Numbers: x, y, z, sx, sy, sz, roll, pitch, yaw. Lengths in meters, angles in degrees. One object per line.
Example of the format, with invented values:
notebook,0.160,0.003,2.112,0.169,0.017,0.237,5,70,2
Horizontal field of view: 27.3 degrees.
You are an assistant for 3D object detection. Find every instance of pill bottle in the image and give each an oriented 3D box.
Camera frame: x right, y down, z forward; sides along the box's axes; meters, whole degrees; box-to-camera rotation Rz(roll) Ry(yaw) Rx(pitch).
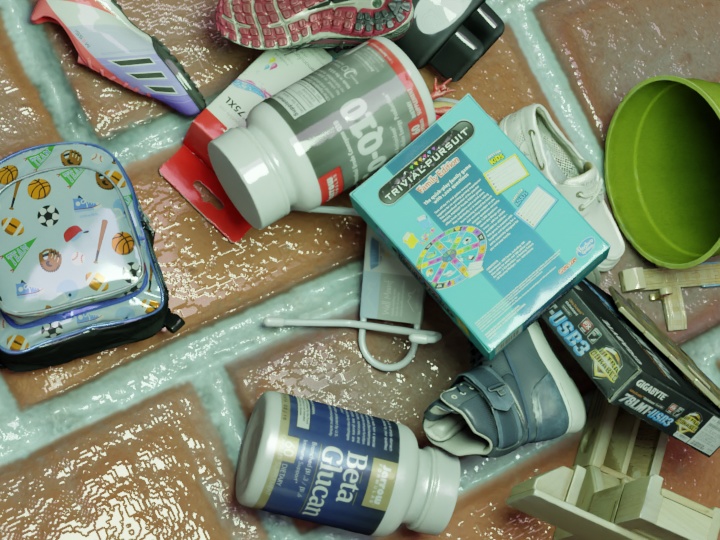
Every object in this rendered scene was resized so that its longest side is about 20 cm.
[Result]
pill bottle,-0.037,-0.128,1.416,0.199,0.114,0.114,-32,86,-15
pill bottle,-0.011,0.190,1.412,0.198,0.111,0.112,15,71,-12

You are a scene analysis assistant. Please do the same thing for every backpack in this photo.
backpack,-0.280,-0.021,1.378,0.198,0.154,0.192,-14,69,-17

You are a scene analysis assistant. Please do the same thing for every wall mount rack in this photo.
wall mount rack,0.000,0.000,1.467,0.172,0.075,0.202,6,95,15

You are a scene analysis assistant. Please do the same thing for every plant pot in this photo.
plant pot,0.400,-0.116,1.591,0.192,0.200,0.202,-10,78,-30

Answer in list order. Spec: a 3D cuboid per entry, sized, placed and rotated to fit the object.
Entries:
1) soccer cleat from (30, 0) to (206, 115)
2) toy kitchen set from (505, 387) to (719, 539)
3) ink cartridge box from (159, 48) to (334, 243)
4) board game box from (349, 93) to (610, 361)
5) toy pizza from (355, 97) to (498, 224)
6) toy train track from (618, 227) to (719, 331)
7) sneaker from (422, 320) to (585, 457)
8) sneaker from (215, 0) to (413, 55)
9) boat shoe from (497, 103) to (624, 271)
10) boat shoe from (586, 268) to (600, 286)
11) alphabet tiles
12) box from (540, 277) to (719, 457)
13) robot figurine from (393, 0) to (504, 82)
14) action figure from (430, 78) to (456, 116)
soccer cleat,-0.241,-0.215,1.489,0.200,0.068,0.073,43,85,-1
toy kitchen set,0.246,0.173,1.446,0.162,0.200,0.182,24,70,-10
ink cartridge box,-0.096,-0.139,1.503,0.116,0.067,0.200,43,68,-1
board game box,0.111,-0.041,1.388,0.151,0.047,0.200,-40,76,-6
toy pizza,0.092,-0.092,1.565,0.198,0.032,0.202,4,74,-16
toy train track,0.380,0.002,1.625,0.198,0.033,0.116,-4,76,-19
sneaker,0.109,0.088,1.433,0.145,0.077,0.203,-17,59,-25
sneaker,-0.046,-0.247,1.473,0.198,0.075,0.081,2,78,5
boat shoe,0.223,-0.088,1.571,0.200,0.069,0.071,51,51,-8
boat shoe,0.179,-0.023,1.521,0.199,0.074,0.061,23,37,-45
alphabet tiles,0.315,0.079,1.508,0.167,0.200,0.008,44,99,-2
box,0.254,0.078,1.449,0.050,0.200,0.198,-47,136,11
robot figurine,0.055,-0.294,1.564,0.200,0.150,0.125,43,112,-2
action figure,0.080,-0.130,1.518,0.098,0.065,0.201,-26,82,-4
